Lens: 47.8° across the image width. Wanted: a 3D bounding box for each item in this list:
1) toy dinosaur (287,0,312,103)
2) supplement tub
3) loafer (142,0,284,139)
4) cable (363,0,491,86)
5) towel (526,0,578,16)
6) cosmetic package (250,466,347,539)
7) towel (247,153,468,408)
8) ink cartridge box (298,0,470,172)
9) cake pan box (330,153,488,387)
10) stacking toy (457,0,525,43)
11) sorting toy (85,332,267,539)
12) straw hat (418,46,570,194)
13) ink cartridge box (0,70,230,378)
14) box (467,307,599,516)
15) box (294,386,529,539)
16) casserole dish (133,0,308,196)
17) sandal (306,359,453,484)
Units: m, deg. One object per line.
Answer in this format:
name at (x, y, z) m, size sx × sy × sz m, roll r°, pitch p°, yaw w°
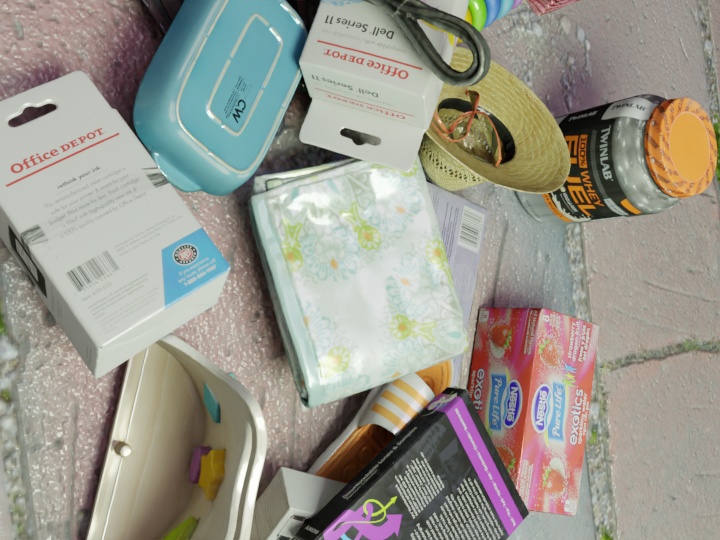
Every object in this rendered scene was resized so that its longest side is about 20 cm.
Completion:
toy dinosaur at (-0.054, -0.221, 0.753) m, size 0.088 × 0.047 × 0.202 m, roll -50°, pitch 120°, yaw -37°
supplement tub at (0.271, -0.118, 0.881) m, size 0.120 × 0.199 × 0.126 m, roll 2°, pitch 85°, yaw -33°
loafer at (-0.134, -0.199, 0.705) m, size 0.202 × 0.062 × 0.072 m, roll 61°, pitch 32°, yaw -29°
cable at (0.020, -0.220, 0.636) m, size 0.050 × 0.096 × 0.203 m, roll -10°, pitch 70°, yaw -60°
towel at (0.132, -0.326, 0.741) m, size 0.201 × 0.023 × 0.144 m, roll 54°, pitch 36°, yaw -1°
cosmetic package at (-0.006, 0.247, 0.744) m, size 0.197 × 0.051 × 0.083 m, roll 23°, pitch 115°, yaw -30°
towel at (0.000, 0.000, 0.722) m, size 0.168 × 0.048 × 0.204 m, roll -15°, pitch 90°, yaw -20°
ink cartridge box at (0.021, -0.200, 0.698) m, size 0.115 × 0.067 × 0.204 m, roll 16°, pitch 78°, yaw 10°
cake pan box at (0.035, -0.002, 0.806) m, size 0.182 × 0.052 × 0.205 m, roll 19°, pitch 78°, yaw -34°
stacking toy at (0.101, -0.276, 0.855) m, size 0.200 × 0.085 × 0.086 m, roll -42°, pitch 110°, yaw -21°
sorting toy at (-0.125, 0.152, 0.613) m, size 0.105 × 0.179 × 0.205 m, roll 17°, pitch 79°, yaw -31°
straw hat at (0.104, -0.126, 0.806) m, size 0.198 × 0.085 × 0.204 m, roll 19°, pitch 46°, yaw -21°
ink cartridge box at (-0.203, -0.039, 0.613) m, size 0.115 × 0.067 × 0.201 m, roll -32°, pitch 79°, yaw -30°
box at (0.176, 0.146, 0.864) m, size 0.094 × 0.099 × 0.205 m, roll 16°, pitch 79°, yaw -32°
box at (0.051, 0.222, 0.713) m, size 0.199 × 0.036 × 0.145 m, roll -38°, pitch 109°, yaw -29°
casserole dish at (-0.103, -0.157, 0.658) m, size 0.121 × 0.038 × 0.203 m, roll 38°, pitch 67°, yaw -39°
sandal at (0.027, 0.163, 0.758) m, size 0.207 × 0.059 × 0.079 m, roll -50°, pitch 121°, yaw -7°
